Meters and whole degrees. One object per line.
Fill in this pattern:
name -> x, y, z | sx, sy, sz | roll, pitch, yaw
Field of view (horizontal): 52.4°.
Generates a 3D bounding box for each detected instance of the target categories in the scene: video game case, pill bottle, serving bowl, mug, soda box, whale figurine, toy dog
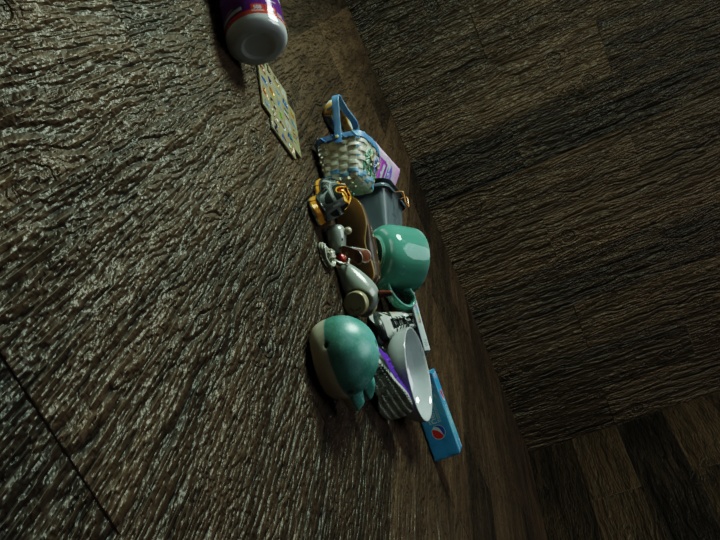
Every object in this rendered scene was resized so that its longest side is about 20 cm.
video game case -> 0.118, 0.130, 1.784 | 0.144, 0.018, 0.203 | 114, -33, -58
pill bottle -> -0.203, -0.484, 1.334 | 0.112, 0.111, 0.203 | 44, 28, -62
serving bowl -> 0.097, 0.228, 1.579 | 0.200, 0.065, 0.204 | -13, 90, -74
mug -> 0.078, -0.019, 1.689 | 0.113, 0.154, 0.186 | 7, 33, -32
soda box -> 0.178, 0.345, 1.758 | 0.064, 0.067, 0.204 | -2, 72, -77
whale figurine -> -0.007, 0.149, 1.201 | 0.200, 0.102, 0.162 | 49, 23, -57
toy dog -> 0.000, 0.000, 1.476 | 0.132, 0.095, 0.203 | -72, 140, -70

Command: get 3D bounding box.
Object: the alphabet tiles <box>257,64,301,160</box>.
alphabet tiles -> -0.166, -0.328, 1.488 | 0.167, 0.006, 0.203 | 52, 22, -52

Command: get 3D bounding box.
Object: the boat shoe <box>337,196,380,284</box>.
boat shoe -> 0.000, -0.061, 1.633 | 0.070, 0.069, 0.204 | 10, 68, -67

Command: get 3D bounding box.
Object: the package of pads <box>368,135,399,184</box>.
package of pads -> 0.026, -0.255, 1.901 | 0.200, 0.074, 0.123 | 37, 68, -58

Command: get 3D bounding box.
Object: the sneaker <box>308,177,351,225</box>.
sneaker -> -0.054, -0.151, 1.529 | 0.079, 0.076, 0.201 | 62, 13, -20

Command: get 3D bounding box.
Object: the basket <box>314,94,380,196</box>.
basket -> -0.028, -0.282, 1.696 | 0.176, 0.136, 0.204 | 33, 47, -69

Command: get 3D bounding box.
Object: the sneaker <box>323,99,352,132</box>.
sneaker -> -0.032, -0.367, 1.955 | 0.089, 0.074, 0.202 | -86, 153, -62

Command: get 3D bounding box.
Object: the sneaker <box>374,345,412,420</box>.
sneaker -> 0.045, 0.201, 1.419 | 0.100, 0.068, 0.202 | -98, 163, -51

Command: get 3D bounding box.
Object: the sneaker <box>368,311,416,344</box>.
sneaker -> 0.072, 0.118, 1.644 | 0.200, 0.079, 0.075 | 1, 70, -75

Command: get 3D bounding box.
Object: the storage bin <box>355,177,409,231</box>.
storage bin -> 0.054, -0.129, 1.844 | 0.200, 0.143, 0.137 | 37, 44, -67
